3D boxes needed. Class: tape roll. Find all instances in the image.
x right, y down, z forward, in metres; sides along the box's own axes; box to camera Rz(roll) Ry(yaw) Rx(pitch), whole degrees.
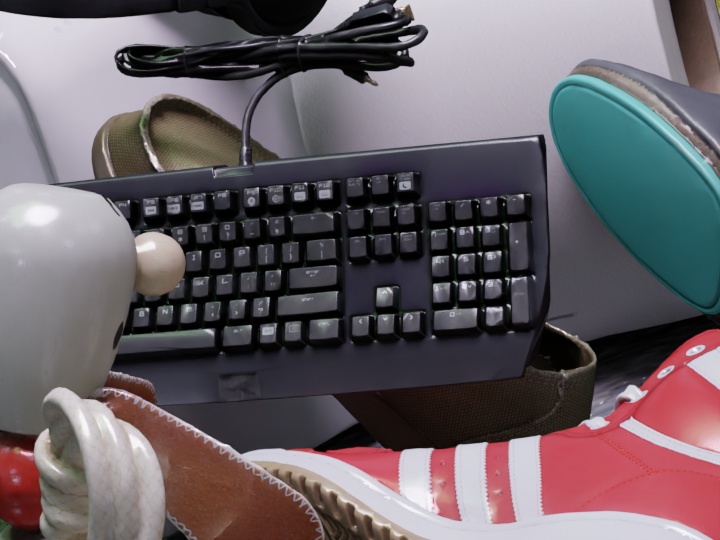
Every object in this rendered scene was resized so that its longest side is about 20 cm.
[{"bbox_3d":[0.070,-0.071,0.863,0.138,0.204,0.203,-13,16,19],"label":"tape roll"}]

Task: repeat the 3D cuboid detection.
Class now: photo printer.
[{"bbox_3d":[-0.070,-0.019,0.820,0.069,0.201,0.166,-14,7,39],"label":"photo printer"}]

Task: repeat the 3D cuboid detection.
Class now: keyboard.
[{"bbox_3d":[-0.038,-0.023,0.687,0.198,0.128,0.021,-5,-15,17],"label":"keyboard"}]

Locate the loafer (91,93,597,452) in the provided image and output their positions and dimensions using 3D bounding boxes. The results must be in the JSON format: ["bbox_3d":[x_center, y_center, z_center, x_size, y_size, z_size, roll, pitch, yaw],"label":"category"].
[{"bbox_3d":[0.000,0.000,0.732,0.068,0.200,0.076,-55,-6,27],"label":"loafer"}]

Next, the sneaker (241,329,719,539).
[{"bbox_3d":[0.052,0.068,0.650,0.199,0.072,0.112,6,32,42],"label":"sneaker"}]

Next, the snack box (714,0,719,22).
[{"bbox_3d":[0.212,-0.088,0.859,0.053,0.143,0.200,-5,20,38],"label":"snack box"}]

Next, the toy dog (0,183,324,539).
[{"bbox_3d":[-0.048,0.082,0.559,0.096,0.201,0.132,-8,34,-26],"label":"toy dog"}]

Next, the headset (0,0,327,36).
[{"bbox_3d":[-0.049,-0.137,0.750,0.199,0.095,0.123,-14,29,-27],"label":"headset"}]

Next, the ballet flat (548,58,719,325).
[{"bbox_3d":[0.139,-0.006,0.703,0.073,0.073,0.200,-24,48,-19],"label":"ballet flat"}]

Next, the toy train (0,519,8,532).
[{"bbox_3d":[-0.121,0.065,0.665,0.056,0.042,0.200,-49,-1,-27],"label":"toy train"}]
